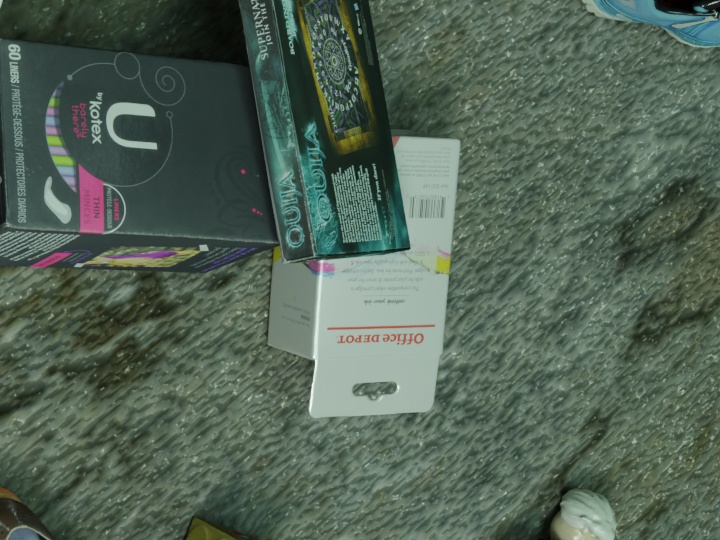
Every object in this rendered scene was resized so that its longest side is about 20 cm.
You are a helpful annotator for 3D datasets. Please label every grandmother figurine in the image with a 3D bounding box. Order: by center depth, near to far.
[{"bbox_3d":[0.135,0.256,1.694,0.200,0.061,0.121,-53,151,-17],"label":"grandmother figurine"}]

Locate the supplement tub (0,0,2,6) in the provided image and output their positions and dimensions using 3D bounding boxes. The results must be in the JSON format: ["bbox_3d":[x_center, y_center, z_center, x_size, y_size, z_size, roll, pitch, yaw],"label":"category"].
[{"bbox_3d":[-0.296,-0.177,1.213,0.145,0.200,0.145,-8,104,-33],"label":"supplement tub"}]

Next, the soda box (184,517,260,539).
[{"bbox_3d":[-0.116,0.281,1.516,0.064,0.068,0.200,26,85,-35],"label":"soda box"}]

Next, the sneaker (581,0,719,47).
[{"bbox_3d":[0.266,-0.210,1.660,0.200,0.090,0.079,0,100,-35],"label":"sneaker"}]

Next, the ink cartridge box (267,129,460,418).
[{"bbox_3d":[0.000,0.000,1.537,0.116,0.067,0.200,0,98,-34],"label":"ink cartridge box"}]

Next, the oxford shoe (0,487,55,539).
[{"bbox_3d":[-0.204,0.236,1.442,0.071,0.073,0.200,-42,120,-19],"label":"oxford shoe"}]

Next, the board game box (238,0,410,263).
[{"bbox_3d":[-0.024,-0.107,1.416,0.135,0.028,0.200,-5,85,-61],"label":"board game box"}]

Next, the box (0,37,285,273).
[{"bbox_3d":[-0.160,-0.068,1.369,0.200,0.106,0.122,2,78,-35],"label":"box"}]
